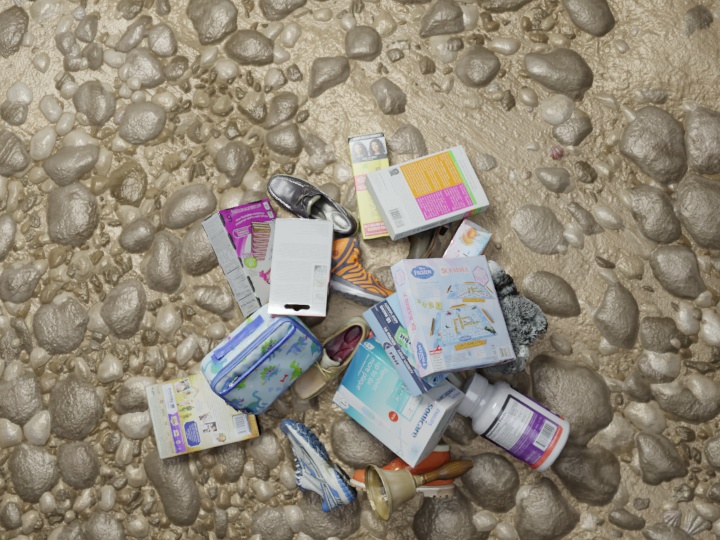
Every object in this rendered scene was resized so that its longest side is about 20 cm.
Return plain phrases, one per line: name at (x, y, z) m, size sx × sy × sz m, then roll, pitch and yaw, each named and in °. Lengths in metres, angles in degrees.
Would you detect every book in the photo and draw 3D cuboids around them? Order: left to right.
book at (0.125, -0.145, 1.550) m, size 0.199 × 0.048 × 0.134 m, roll -17°, pitch 68°, yaw -18°

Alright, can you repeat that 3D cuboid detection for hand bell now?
hand bell at (0.118, 0.380, 1.511) m, size 0.199 × 0.104 × 0.104 m, roll -10°, pitch 87°, yaw -22°

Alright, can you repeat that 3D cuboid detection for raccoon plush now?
raccoon plush at (0.251, 0.100, 1.538) m, size 0.200 × 0.097 × 0.134 m, roll 47°, pitch 59°, yaw -2°

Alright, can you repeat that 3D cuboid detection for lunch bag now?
lunch bag at (-0.180, 0.161, 1.509) m, size 0.200 × 0.161 × 0.082 m, roll -41°, pitch 48°, yaw -2°

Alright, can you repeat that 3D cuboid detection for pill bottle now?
pill bottle at (0.278, 0.277, 1.548) m, size 0.200 × 0.111 × 0.112 m, roll 32°, pitch 89°, yaw 3°

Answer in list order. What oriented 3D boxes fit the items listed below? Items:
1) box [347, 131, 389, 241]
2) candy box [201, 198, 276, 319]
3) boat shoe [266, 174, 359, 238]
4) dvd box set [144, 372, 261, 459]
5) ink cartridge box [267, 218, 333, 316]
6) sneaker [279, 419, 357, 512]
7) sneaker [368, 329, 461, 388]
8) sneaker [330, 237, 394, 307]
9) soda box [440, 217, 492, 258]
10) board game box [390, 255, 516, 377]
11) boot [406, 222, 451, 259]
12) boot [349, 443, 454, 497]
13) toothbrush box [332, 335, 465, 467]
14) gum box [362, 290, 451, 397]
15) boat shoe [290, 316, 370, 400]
box at (0.024, -0.162, 1.603) m, size 0.075 × 0.050 × 0.201 m, roll -8°, pitch 88°, yaw 0°
candy box at (-0.195, -0.025, 1.559) m, size 0.061 × 0.136 × 0.200 m, roll -26°, pitch 88°, yaw 41°
boat shoe at (-0.092, -0.127, 1.597) m, size 0.200 × 0.065 × 0.072 m, roll 33°, pitch 89°, yaw 3°
dvd box set at (-0.304, 0.270, 1.602) m, size 0.199 × 0.029 × 0.147 m, roll -14°, pitch 87°, yaw 2°
ink cartridge box at (-0.108, 0.002, 1.510) m, size 0.109 × 0.050 × 0.201 m, roll 3°, pitch 61°, yaw 0°
sneaker at (-0.097, 0.374, 1.573) m, size 0.085 × 0.077 × 0.200 m, roll -39°, pitch 87°, yaw 4°
sneaker at (0.098, 0.173, 1.581) m, size 0.200 × 0.075 × 0.085 m, roll 39°, pitch 95°, yaw 9°
sneaker at (0.000, 0.000, 1.585) m, size 0.199 × 0.078 × 0.112 m, roll 20°, pitch 75°, yaw -10°
soda box at (0.174, 0.002, 1.583) m, size 0.063 × 0.068 × 0.200 m, roll 30°, pitch 89°, yaw 2°
board game box at (0.164, 0.075, 1.452) m, size 0.200 × 0.041 × 0.200 m, roll -3°, pitch 71°, yaw -37°
boot at (0.100, -0.066, 1.575) m, size 0.097 × 0.075 × 0.200 m, roll 34°, pitch 67°, yaw 3°
boot at (0.078, 0.373, 1.573) m, size 0.199 × 0.075 × 0.108 m, roll 1°, pitch 85°, yaw -7°
toothbrush box at (0.068, 0.233, 1.512) m, size 0.200 × 0.085 × 0.147 m, roll 37°, pitch 120°, yaw 20°
gum box at (0.122, 0.101, 1.467) m, size 0.200 × 0.045 × 0.170 m, roll -31°, pitch 89°, yaw -41°
boat shoe at (-0.062, 0.167, 1.583) m, size 0.074 × 0.066 × 0.200 m, roll 40°, pitch 89°, yaw 3°
